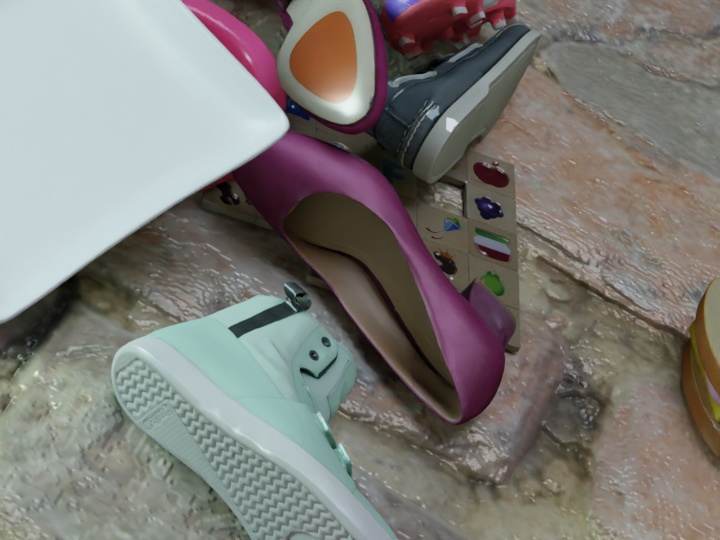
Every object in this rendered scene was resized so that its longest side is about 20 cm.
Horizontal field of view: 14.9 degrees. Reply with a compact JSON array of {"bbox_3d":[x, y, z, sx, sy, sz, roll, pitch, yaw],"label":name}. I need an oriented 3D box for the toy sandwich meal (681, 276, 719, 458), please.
[{"bbox_3d":[0.285,0.082,1.620,0.205,0.070,0.205,22,37,-18],"label":"toy sandwich meal"}]

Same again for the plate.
[{"bbox_3d":[-0.174,-0.087,1.476,0.200,0.032,0.200,-35,70,-19],"label":"plate"}]

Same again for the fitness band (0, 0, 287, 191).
[{"bbox_3d":[-0.131,-0.102,1.564,0.200,0.037,0.144,-23,60,-43],"label":"fitness band"}]

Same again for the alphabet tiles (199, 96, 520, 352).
[{"bbox_3d":[0.002,-0.039,1.613,0.200,0.008,0.167,19,40,-14],"label":"alphabet tiles"}]

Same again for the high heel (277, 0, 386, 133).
[{"bbox_3d":[-0.005,-0.126,1.595,0.096,0.067,0.200,44,18,-39],"label":"high heel"}]

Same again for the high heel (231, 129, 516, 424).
[{"bbox_3d":[0.000,0.000,1.507,0.200,0.067,0.096,35,34,-4],"label":"high heel"}]

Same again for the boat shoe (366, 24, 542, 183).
[{"bbox_3d":[0.056,-0.115,1.674,0.062,0.073,0.200,29,30,9],"label":"boat shoe"}]

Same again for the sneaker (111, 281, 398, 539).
[{"bbox_3d":[-0.019,0.085,1.400,0.200,0.074,0.118,43,46,20],"label":"sneaker"}]

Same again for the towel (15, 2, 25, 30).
[{"bbox_3d":[-0.170,-0.220,1.571,0.086,0.018,0.200,-1,70,-32],"label":"towel"}]

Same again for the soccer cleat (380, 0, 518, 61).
[{"bbox_3d":[0.047,-0.177,1.700,0.076,0.067,0.200,63,18,3],"label":"soccer cleat"}]
